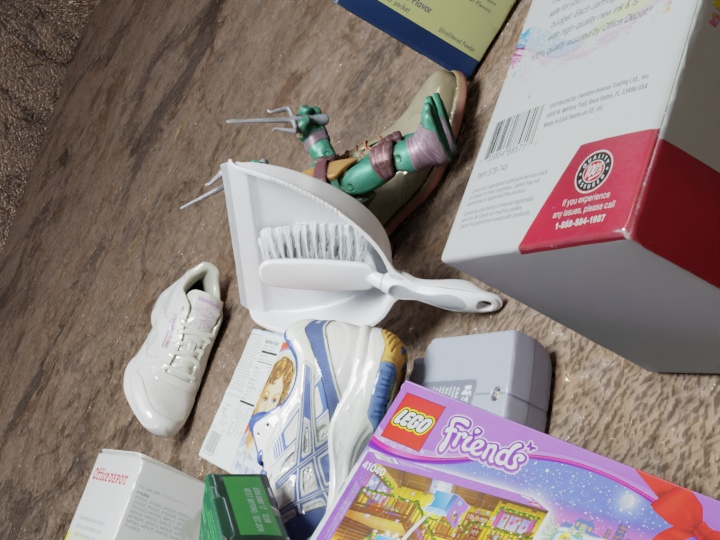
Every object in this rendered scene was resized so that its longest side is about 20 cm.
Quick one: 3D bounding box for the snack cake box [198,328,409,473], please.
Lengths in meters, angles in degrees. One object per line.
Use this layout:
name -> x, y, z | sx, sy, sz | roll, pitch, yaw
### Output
snack cake box -> -0.044, 0.114, 0.915 | 0.199, 0.067, 0.116 | 5, 69, 66

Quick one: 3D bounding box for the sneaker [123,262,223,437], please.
sneaker -> -0.189, 0.075, 1.259 | 0.100, 0.074, 0.202 | -44, 30, 42

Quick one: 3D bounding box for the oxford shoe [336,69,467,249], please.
oxford shoe -> 0.016, -0.079, 0.974 | 0.201, 0.073, 0.071 | -60, 21, 9

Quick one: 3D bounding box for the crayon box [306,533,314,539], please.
crayon box -> 0.043, 0.192, 0.607 | 0.127, 0.051, 0.201 | -45, 40, 23

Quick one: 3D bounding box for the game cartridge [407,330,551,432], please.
game cartridge -> 0.051, 0.136, 0.729 | 0.133, 0.040, 0.202 | -17, 52, 65

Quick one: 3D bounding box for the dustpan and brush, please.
dustpan and brush -> 0.000, 0.000, 0.829 | 0.058, 0.197, 0.141 | -74, -15, -50

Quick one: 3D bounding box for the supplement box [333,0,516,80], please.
supplement box -> 0.064, -0.301, 1.022 | 0.201, 0.133, 0.200 | -58, 23, 14

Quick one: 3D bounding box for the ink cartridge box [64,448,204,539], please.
ink cartridge box -> -0.222, 0.275, 1.113 | 0.145, 0.083, 0.202 | -11, 56, 62

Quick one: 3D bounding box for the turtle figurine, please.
turtle figurine -> -0.028, -0.074, 0.912 | 0.198, 0.102, 0.150 | -18, 25, 11

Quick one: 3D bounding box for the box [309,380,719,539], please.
box -> 0.066, 0.142, 0.541 | 0.199, 0.039, 0.138 | 18, 67, 41

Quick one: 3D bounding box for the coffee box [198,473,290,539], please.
coffee box -> -0.074, 0.235, 0.714 | 0.123, 0.043, 0.203 | -133, 48, -71

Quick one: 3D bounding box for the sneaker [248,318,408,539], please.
sneaker -> -0.034, 0.130, 0.784 | 0.075, 0.087, 0.202 | 57, -132, -74

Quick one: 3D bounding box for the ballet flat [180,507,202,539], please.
ballet flat -> -0.097, 0.235, 0.911 | 0.064, 0.067, 0.200 | -50, 26, 10

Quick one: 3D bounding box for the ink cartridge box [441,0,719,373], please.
ink cartridge box -> 0.157, -0.071, 0.567 | 0.145, 0.143, 0.202 | -8, 59, 64
